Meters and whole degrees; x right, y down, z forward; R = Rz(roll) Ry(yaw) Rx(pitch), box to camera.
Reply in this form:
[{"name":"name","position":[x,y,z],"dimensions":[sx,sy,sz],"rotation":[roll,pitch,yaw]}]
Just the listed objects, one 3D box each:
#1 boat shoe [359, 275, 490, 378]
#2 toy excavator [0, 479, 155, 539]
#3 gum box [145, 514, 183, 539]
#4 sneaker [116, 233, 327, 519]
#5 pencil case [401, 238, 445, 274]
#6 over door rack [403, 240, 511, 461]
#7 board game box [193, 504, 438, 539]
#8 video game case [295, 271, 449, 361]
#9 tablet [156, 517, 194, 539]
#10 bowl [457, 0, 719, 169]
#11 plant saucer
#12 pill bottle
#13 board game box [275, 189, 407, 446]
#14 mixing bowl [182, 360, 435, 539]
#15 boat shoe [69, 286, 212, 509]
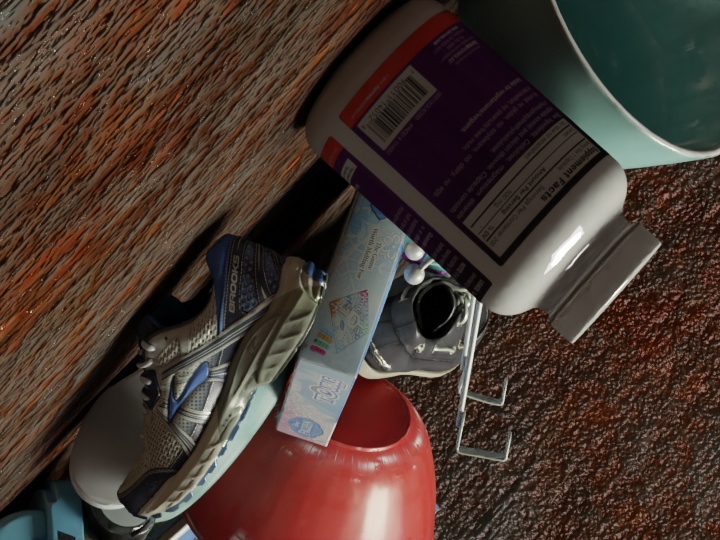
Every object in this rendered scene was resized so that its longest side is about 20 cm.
[{"name":"boat shoe","position":[0.058,0.038,1.791],"dimensions":[0.063,0.073,0.200],"rotation":[-24,175,29]},{"name":"toy excavator","position":[-0.231,0.224,1.521],"dimensions":[0.100,0.199,0.195],"rotation":[123,-33,-55]},{"name":"gum box","position":[-0.153,0.186,1.956],"dimensions":[0.200,0.045,0.170],"rotation":[-43,176,16]},{"name":"sneaker","position":[-0.100,0.058,1.438],"dimensions":[0.200,0.085,0.077],"rotation":[-56,-174,22]},{"name":"pencil case","position":[0.094,-0.089,1.830],"dimensions":[0.200,0.092,0.085],"rotation":[-48,-178,3]},{"name":"over door rack","position":[0.064,0.012,1.596],"dimensions":[0.148,0.066,0.201],"rotation":[-77,165,-76]},{"name":"board game box","position":[-0.071,0.211,2.059],"dimensions":[0.196,0.200,0.056],"rotation":[-49,175,15]},{"name":"video game case","position":[-0.025,0.049,1.895],"dimensions":[0.182,0.023,0.200],"rotation":[-31,180,34]},{"name":"tablet","position":[-0.160,0.223,1.892],"dimensions":[0.200,0.014,0.130],"rotation":[-42,175,-4]},{"name":"bowl","position":[0.133,-0.140,1.467],"dimensions":[0.105,0.201,0.201],"rotation":[-27,-172,36]},{"name":"plant saucer","position":[-0.103,0.104,1.664],"dimensions":[0.200,0.036,0.200],"rotation":[-48,-169,12]},{"name":"pill bottle","position":[0.072,-0.054,1.376],"dimensions":[0.112,0.200,0.112],"rotation":[-47,174,-6]},{"name":"board game box","position":[0.000,0.000,1.615],"dimensions":[0.200,0.043,0.200],"rotation":[111,-1,-73]},{"name":"mixing bowl","position":[-0.024,0.136,1.752],"dimensions":[0.200,0.200,0.109],"rotation":[-40,158,-52]},{"name":"boat shoe","position":[-0.113,0.076,1.545],"dimensions":[0.200,0.072,0.068],"rotation":[-54,175,-21]}]
